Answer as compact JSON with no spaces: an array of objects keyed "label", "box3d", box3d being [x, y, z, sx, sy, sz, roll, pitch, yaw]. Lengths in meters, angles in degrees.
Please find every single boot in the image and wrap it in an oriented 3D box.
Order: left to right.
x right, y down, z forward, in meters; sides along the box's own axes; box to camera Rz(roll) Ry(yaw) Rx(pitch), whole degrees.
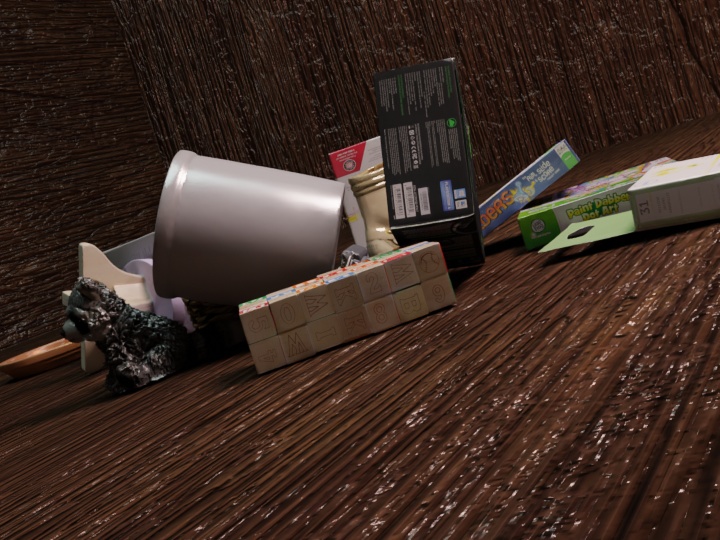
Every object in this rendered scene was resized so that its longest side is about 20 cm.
[{"label":"boot","box3d":[0.074,-0.105,1.455,0.197,0.159,0.072,-21,6,-34]}]

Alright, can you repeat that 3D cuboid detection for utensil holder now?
[{"label":"utensil holder","box3d":[-0.124,-0.039,1.048,0.195,0.174,0.170,8,5,0]}]

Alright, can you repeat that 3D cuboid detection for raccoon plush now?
[{"label":"raccoon plush","box3d":[-0.244,0.052,1.046,0.198,0.137,0.096,-22,5,-37]}]

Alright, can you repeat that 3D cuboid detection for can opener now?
[{"label":"can opener","box3d":[0.000,0.000,1.315,0.065,0.055,0.200,15,8,4]}]

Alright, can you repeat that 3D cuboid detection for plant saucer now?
[{"label":"plant saucer","box3d":[-0.575,0.158,1.698,0.196,0.038,0.200,-18,6,2]}]

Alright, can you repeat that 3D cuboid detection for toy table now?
[{"label":"toy table","box3d":[-0.355,0.050,1.333,0.115,0.188,0.198,-6,0,-36]}]

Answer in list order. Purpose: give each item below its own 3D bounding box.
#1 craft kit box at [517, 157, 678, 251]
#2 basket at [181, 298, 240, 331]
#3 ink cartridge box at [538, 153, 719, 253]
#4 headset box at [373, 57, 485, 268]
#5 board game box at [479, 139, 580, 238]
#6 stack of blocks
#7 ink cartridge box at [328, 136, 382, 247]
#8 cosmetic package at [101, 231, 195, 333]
[{"label":"craft kit box","box3d":[0.292,-0.083,1.097,0.194,0.049,0.200,-20,4,15]},{"label":"basket","box3d":[-0.141,-0.002,1.187,0.196,0.152,0.143,-18,5,-4]},{"label":"ink cartridge box","box3d":[0.284,-0.071,0.900,0.196,0.049,0.145,-9,10,30]},{"label":"headset box","box3d":[0.081,-0.106,1.010,0.091,0.178,0.200,-8,-16,9]},{"label":"board game box","box3d":[0.190,-0.090,1.173,0.199,0.035,0.135,-39,-1,9]},{"label":"stack of blocks","box3d":[-0.017,0.032,0.877,0.196,0.060,0.115,-19,5,-7]},{"label":"ink cartridge box","box3d":[0.045,-0.134,1.634,0.142,0.204,0.145,-16,2,8]},{"label":"cosmetic package","box3d":[-0.290,0.011,1.483,0.198,0.170,0.166,-15,6,42]}]
